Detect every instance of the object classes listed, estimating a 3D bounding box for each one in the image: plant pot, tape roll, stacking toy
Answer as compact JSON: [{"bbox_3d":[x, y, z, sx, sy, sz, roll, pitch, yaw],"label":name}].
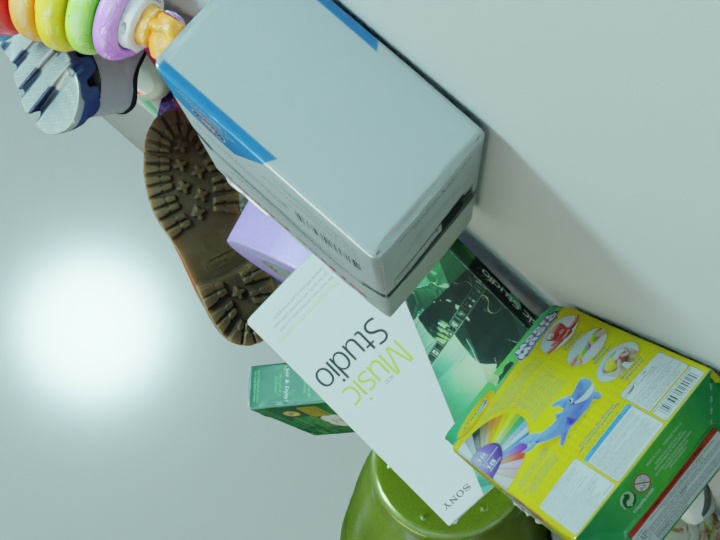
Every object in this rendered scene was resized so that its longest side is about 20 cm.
[{"bbox_3d":[0.076,0.201,1.262,0.200,0.200,0.193,39,158,22],"label":"plant pot"},{"bbox_3d":[0.000,0.000,1.122,0.199,0.066,0.200,29,175,3],"label":"tape roll"},{"bbox_3d":[-0.177,-0.183,1.011,0.199,0.110,0.116,28,178,16],"label":"stacking toy"}]

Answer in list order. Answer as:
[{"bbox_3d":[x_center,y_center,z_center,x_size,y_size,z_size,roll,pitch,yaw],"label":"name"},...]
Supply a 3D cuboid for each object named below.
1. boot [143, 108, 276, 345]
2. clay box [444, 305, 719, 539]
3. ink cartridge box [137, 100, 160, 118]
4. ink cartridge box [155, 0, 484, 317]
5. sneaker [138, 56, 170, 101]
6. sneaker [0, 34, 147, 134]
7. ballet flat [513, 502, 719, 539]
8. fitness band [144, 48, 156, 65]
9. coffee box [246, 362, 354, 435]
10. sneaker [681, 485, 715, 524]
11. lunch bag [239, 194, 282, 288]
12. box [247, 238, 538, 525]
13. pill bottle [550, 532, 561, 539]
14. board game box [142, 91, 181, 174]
[{"bbox_3d":[-0.130,-0.034,1.238,0.107,0.074,0.202,-179,69,-80],"label":"boot"},{"bbox_3d":[0.127,0.090,0.847,0.048,0.115,0.200,41,176,-18],"label":"clay box"},{"bbox_3d":[-0.254,-0.230,1.426,0.199,0.050,0.161,37,174,23],"label":"ink cartridge box"},{"bbox_3d":[-0.015,-0.063,0.786,0.144,0.084,0.200,41,174,8],"label":"ink cartridge box"},{"bbox_3d":[-0.241,-0.196,1.239,0.070,0.094,0.200,-18,129,34],"label":"sneaker"},{"bbox_3d":[-0.227,-0.195,1.156,0.115,0.080,0.201,-8,-111,-53],"label":"sneaker"},{"bbox_3d":[0.208,0.198,1.160,0.198,0.076,0.064,18,-177,-19],"label":"ballet flat"},{"bbox_3d":[-0.084,-0.120,1.147,0.200,0.038,0.143,44,172,-36],"label":"fitness band"},{"bbox_3d":[0.014,0.109,1.326,0.198,0.044,0.123,-9,159,29],"label":"coffee box"},{"bbox_3d":[0.157,0.118,1.025,0.200,0.087,0.075,36,167,36],"label":"sneaker"},{"bbox_3d":[-0.040,-0.001,1.352,0.164,0.118,0.200,41,180,18],"label":"lunch bag"},{"bbox_3d":[0.041,0.055,0.994,0.200,0.144,0.036,44,-157,-2],"label":"box"},{"bbox_3d":[0.235,0.241,1.331,0.114,0.115,0.200,39,175,21],"label":"pill bottle"},{"bbox_3d":[-0.146,-0.072,1.365,0.201,0.032,0.121,70,-162,-51],"label":"board game box"}]
